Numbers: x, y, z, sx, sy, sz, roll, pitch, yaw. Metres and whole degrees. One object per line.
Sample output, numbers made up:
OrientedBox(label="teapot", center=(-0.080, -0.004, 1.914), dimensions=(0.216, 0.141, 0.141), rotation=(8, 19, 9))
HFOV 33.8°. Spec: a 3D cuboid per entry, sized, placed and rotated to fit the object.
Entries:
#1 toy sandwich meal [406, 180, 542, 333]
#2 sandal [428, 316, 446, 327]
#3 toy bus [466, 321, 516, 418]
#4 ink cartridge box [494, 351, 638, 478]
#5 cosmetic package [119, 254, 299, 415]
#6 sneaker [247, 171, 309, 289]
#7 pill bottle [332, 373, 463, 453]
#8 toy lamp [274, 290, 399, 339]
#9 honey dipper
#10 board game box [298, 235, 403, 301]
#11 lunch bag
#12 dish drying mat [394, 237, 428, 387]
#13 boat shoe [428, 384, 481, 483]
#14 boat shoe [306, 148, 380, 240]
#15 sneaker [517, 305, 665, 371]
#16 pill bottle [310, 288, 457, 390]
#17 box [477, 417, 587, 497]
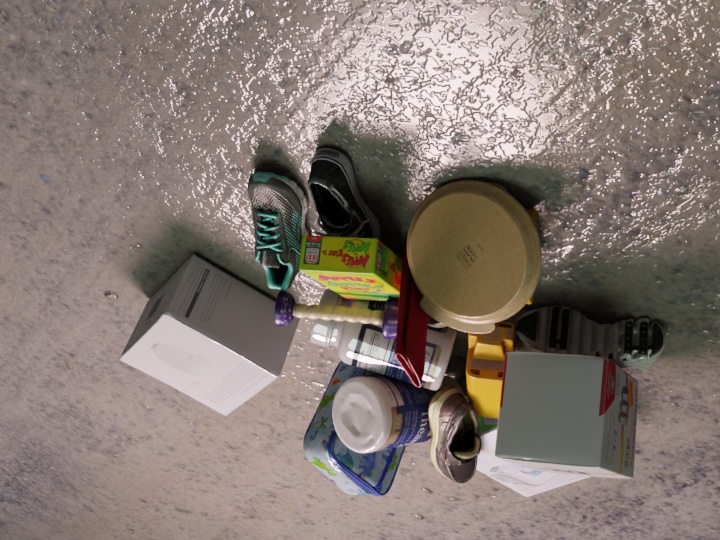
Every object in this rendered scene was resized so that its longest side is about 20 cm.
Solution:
OrientedBox(label="toy sandwich meal", center=(0.150, -0.018, 1.509), dimensions=(0.205, 0.070, 0.206), rotation=(8, 106, 28))
OrientedBox(label="sandal", center=(0.160, 0.035, 1.609), dimensions=(0.201, 0.080, 0.057), rotation=(-19, 144, 41))
OrientedBox(label="toy bus", center=(0.184, 0.139, 1.673), dimensions=(0.065, 0.078, 0.200), rotation=(6, 155, 10))
OrientedBox(label="ink cartridge box", center=(0.285, 0.200, 1.610), dimensions=(0.144, 0.146, 0.200), rotation=(1, 168, 25))
OrientedBox(label="cosmetic package", center=(-0.234, 0.105, 1.846), dimensions=(0.200, 0.123, 0.199), rotation=(32, 143, -16))
OrientedBox(label="sneaker", center=(-0.112, -0.049, 1.606), dimensions=(0.077, 0.091, 0.200), rotation=(5, 143, 18))
OrientedBox(label="pill bottle", center=(0.063, 0.206, 1.770), dimensions=(0.111, 0.111, 0.200), rotation=(-20, 168, 42))
OrientedBox(label="toy lamp", center=(-0.016, 0.061, 1.639), dimensions=(0.199, 0.058, 0.058), rotation=(6, 144, 12))
OrientedBox(label="honey dipper", center=(0.189, 0.154, 1.791), dimensions=(0.038, 0.038, 0.200), rotation=(26, 143, -10))
OrientedBox(label="board game box", center=(0.000, 0.000, 1.580), dimensions=(0.101, 0.048, 0.200), rotation=(3, 169, 18))
OrientedBox(label="lunch bag", center=(0.009, 0.241, 1.850), dimensions=(0.082, 0.200, 0.161), rotation=(-6, 137, 43))
OrientedBox(label="dish drying mat", center=(0.072, 0.051, 1.561), dimensions=(0.018, 0.200, 0.077), rotation=(-13, 135, 21))
OrientedBox(label="boat shoe", center=(0.144, 0.255, 1.746), dimensions=(0.065, 0.073, 0.200), rotation=(42, 158, 42))
OrientedBox(label="boat shoe", center=(-0.024, -0.069, 1.554), dimensions=(0.073, 0.068, 0.200), rotation=(7, 145, 17))
OrientedBox(label="sneaker", center=(0.314, 0.101, 1.631), dimensions=(0.199, 0.075, 0.081), rotation=(10, 153, 14))
OrientedBox(label="pill bottle", center=(0.033, 0.094, 1.714), dimensions=(0.200, 0.111, 0.111), rotation=(17, 145, 3))
OrientedBox(label="box", center=(0.262, 0.253, 1.838), dimensions=(0.176, 0.097, 0.200), rotation=(31, 145, -21))
